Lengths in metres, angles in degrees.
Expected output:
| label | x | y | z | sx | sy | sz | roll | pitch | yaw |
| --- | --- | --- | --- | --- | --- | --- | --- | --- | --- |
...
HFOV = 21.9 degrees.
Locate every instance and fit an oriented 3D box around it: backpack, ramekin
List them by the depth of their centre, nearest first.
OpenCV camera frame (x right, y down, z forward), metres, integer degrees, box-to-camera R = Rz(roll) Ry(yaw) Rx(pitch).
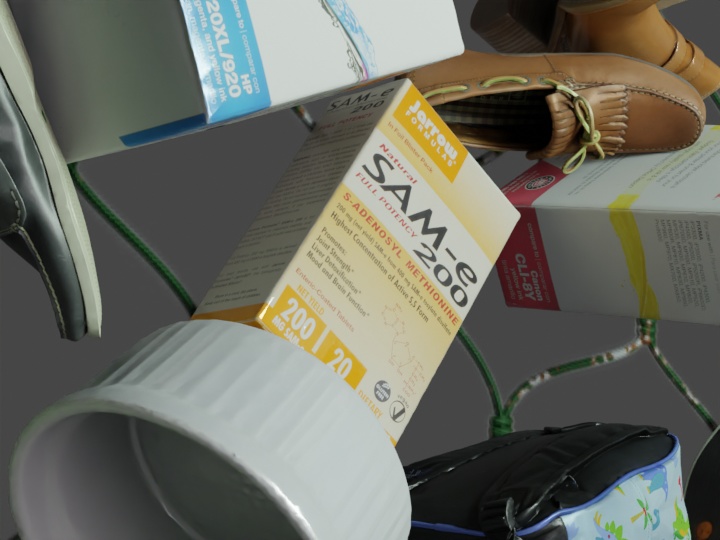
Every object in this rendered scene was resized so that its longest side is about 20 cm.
| label | x | y | z | sx | sy | sz | roll | pitch | yaw |
| --- | --- | --- | --- | --- | --- | --- | --- | --- | --- |
| ramekin | -0.071 | 0.121 | 0.951 | 0.201 | 0.200 | 0.098 | 59 | 43 | -17 |
| backpack | 0.098 | 0.173 | 1.104 | 0.200 | 0.183 | 0.147 | -21 | 103 | -48 |

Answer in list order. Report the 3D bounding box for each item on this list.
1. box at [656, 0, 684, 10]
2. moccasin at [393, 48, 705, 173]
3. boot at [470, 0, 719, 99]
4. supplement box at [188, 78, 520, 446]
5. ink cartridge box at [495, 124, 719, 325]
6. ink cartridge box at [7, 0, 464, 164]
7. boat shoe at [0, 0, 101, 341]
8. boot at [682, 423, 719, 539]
| label | x | y | z | sx | sy | sz | roll | pitch | yaw |
| --- | --- | --- | --- | --- | --- | --- | --- | --- | --- |
| box | 0.148 | -0.276 | 1.266 | 0.200 | 0.128 | 0.109 | 48 | 53 | -25 |
| moccasin | 0.121 | -0.101 | 1.184 | 0.201 | 0.074 | 0.078 | 9 | 44 | -10 |
| boot | 0.187 | -0.159 | 1.228 | 0.155 | 0.200 | 0.074 | 29 | 71 | -26 |
| supplement box | 0.000 | 0.000 | 1.116 | 0.126 | 0.073 | 0.200 | 48 | 54 | -26 |
| ink cartridge box | 0.204 | -0.033 | 1.214 | 0.145 | 0.200 | 0.084 | -33 | 117 | -41 |
| ink cartridge box | -0.071 | -0.157 | 1.032 | 0.200 | 0.147 | 0.145 | -20 | 97 | -42 |
| boat shoe | -0.187 | -0.051 | 0.976 | 0.068 | 0.072 | 0.200 | -21 | 107 | -4 |
| boot | 0.298 | 0.205 | 1.353 | 0.144 | 0.072 | 0.200 | 36 | 68 | -32 |
